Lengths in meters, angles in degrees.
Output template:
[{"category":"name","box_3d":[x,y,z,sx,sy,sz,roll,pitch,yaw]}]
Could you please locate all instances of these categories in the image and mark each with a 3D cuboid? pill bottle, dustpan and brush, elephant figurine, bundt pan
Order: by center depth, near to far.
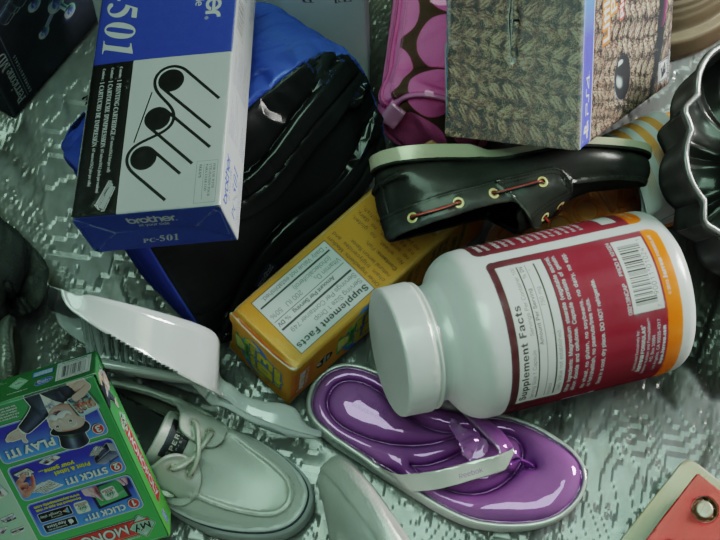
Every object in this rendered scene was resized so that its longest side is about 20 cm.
[{"category":"elephant figurine","box_3d":[-0.275,0.062,0.947,0.141,0.155,0.201,-19,53,23]},{"category":"pill bottle","box_3d":[0.111,0.033,0.952,0.198,0.113,0.114,-12,67,-14]},{"category":"dustpan and brush","box_3d":[-0.116,0.067,0.954,0.198,0.140,0.058,14,80,-11]},{"category":"bundt pan","box_3d":[0.291,-0.072,1.000,0.200,0.076,0.204,3,80,-20]}]

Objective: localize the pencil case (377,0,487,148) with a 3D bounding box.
[{"category":"pencil case","box_3d":[0.060,-0.186,1.077,0.093,0.091,0.202,20,62,-28]}]

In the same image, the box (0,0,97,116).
[{"category":"box","box_3d":[-0.256,-0.248,1.079,0.107,0.149,0.201,32,72,15]}]

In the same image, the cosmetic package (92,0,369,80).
[{"category":"cosmetic package","box_3d":[-0.092,-0.195,1.048,0.198,0.151,0.052,0,58,3]}]

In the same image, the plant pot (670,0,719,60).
[{"category":"plant pot","box_3d":[0.219,-0.270,1.102,0.199,0.093,0.203,0,68,1]}]

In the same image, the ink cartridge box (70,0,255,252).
[{"category":"ink cartridge box","box_3d":[-0.119,-0.112,0.896,0.093,0.044,0.202,-5,61,10]}]

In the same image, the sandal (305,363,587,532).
[{"category":"sandal","box_3d":[0.054,0.119,0.967,0.201,0.050,0.083,18,69,11]}]

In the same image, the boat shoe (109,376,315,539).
[{"category":"boat shoe","box_3d":[-0.124,0.120,0.965,0.199,0.066,0.072,27,70,13]}]

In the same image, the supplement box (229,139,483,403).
[{"category":"supplement box","box_3d":[0.000,0.000,1.000,0.200,0.067,0.069,-39,73,-20]}]

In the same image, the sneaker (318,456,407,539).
[{"category":"sneaker","box_3d":[0.007,0.219,0.914,0.088,0.075,0.201,-30,70,3]}]

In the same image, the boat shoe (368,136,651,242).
[{"category":"boat shoe","box_3d":[0.105,-0.055,0.966,0.199,0.074,0.064,-6,80,-16]}]

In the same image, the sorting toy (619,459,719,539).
[{"category":"sorting toy","box_3d":[0.228,0.249,0.897,0.198,0.070,0.200,39,73,16]}]

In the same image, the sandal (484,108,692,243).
[{"category":"sandal","box_3d":[0.183,-0.057,1.031,0.206,0.059,0.079,-32,70,-11]}]

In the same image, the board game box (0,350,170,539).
[{"category":"board game box","box_3d":[-0.237,0.140,0.917,0.198,0.135,0.029,-17,30,3]}]

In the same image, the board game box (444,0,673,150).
[{"category":"board game box","box_3d":[0.140,-0.187,0.976,0.096,0.161,0.200,9,23,26]}]

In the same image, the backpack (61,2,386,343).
[{"category":"backpack","box_3d":[-0.094,-0.091,1.001,0.200,0.163,0.168,-41,56,-12]}]
